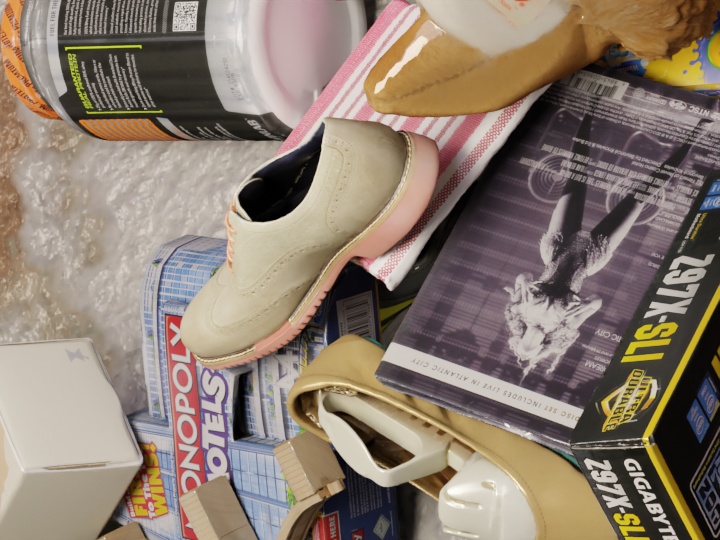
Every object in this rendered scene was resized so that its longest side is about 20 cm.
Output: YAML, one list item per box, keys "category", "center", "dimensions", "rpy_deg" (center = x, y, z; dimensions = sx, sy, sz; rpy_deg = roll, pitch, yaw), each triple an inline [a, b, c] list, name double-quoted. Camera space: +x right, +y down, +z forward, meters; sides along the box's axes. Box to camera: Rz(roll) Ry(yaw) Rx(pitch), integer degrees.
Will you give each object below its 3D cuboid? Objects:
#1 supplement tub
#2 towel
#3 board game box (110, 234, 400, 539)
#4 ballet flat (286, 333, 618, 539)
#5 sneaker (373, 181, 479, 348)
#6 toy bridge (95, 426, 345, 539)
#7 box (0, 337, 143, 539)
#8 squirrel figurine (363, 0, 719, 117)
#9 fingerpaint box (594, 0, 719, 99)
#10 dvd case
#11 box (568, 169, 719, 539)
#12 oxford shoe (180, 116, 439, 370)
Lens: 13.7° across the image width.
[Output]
- category: "supplement tub"
  center: [-0.106, -0.136, 1.759]
  dimensions: [0.200, 0.122, 0.123]
  rpy_deg: [2, 77, 35]
- category: "towel"
  center: [0.022, -0.069, 1.610]
  dimensions: [0.146, 0.030, 0.200]
  rpy_deg: [-53, 27, -3]
- category: "board game box"
  center: [-0.074, 0.087, 1.670]
  dimensions: [0.200, 0.062, 0.200]
  rpy_deg: [6, 107, 43]
- category: "ballet flat"
  center: [0.044, 0.102, 1.519]
  dimensions: [0.200, 0.063, 0.069]
  rpy_deg: [31, 136, 32]
- category: "sneaker"
  center: [0.000, 0.000, 1.665]
  dimensions: [0.200, 0.085, 0.075]
  rpy_deg: [-33, 59, 24]
- category: "toy bridge"
  center: [-0.070, 0.145, 1.621]
  dimensions: [0.200, 0.027, 0.067]
  rpy_deg: [-29, 86, 47]
- category: "box"
  center: [-0.205, 0.135, 1.727]
  dimensions: [0.200, 0.078, 0.095]
  rpy_deg: [-59, 45, 41]
- category: "squirrel figurine"
  center: [0.094, -0.179, 1.533]
  dimensions: [0.200, 0.142, 0.187]
  rpy_deg: [1, 30, -1]
- category: "fingerpaint box"
  center: [0.170, -0.163, 1.599]
  dimensions: [0.200, 0.073, 0.167]
  rpy_deg: [-4, 73, 37]
- category: "dvd case"
  center: [0.114, -0.007, 1.506]
  dimensions: [0.149, 0.016, 0.200]
  rpy_deg: [19, 71, 31]
- category: "box"
  center: [0.181, 0.071, 1.413]
  dimensions: [0.049, 0.160, 0.200]
  rpy_deg: [-7, 36, 37]
- category: "oxford shoe"
  center: [-0.044, -0.020, 1.540]
  dimensions: [0.200, 0.074, 0.071]
  rpy_deg: [-44, 35, 37]
